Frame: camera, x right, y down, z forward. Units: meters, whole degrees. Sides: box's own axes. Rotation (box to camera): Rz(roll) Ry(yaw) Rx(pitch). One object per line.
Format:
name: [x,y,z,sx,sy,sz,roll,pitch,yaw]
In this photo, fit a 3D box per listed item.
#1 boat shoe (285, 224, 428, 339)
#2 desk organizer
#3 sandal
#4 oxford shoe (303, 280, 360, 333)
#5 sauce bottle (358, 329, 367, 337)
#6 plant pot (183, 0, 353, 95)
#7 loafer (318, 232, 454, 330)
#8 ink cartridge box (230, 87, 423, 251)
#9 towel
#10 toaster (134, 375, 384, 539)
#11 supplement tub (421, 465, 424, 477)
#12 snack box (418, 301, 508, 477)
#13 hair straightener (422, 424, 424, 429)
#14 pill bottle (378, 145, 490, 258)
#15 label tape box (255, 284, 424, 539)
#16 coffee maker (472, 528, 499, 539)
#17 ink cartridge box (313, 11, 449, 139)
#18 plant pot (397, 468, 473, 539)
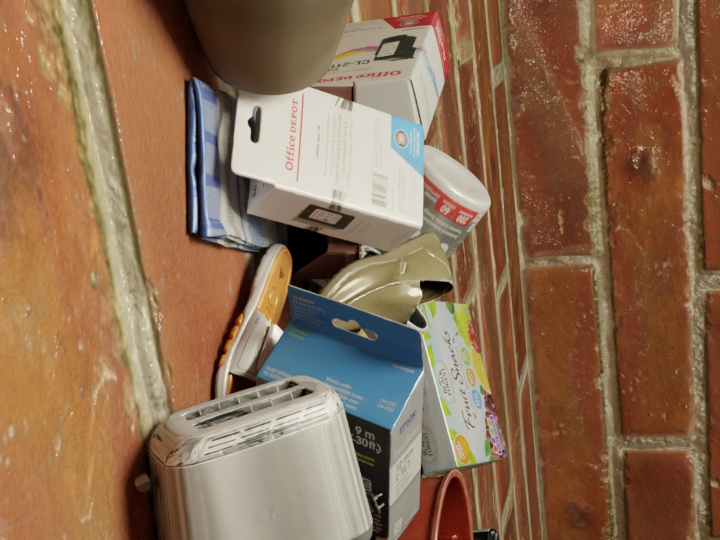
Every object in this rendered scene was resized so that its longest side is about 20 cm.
boat shoe: [0.000,0.000,1.129,0.200,0.067,0.074,47,40,-13]
desk organizer: [-0.040,-0.093,1.084,0.072,0.076,0.202,93,-5,-66]
sandal: [-0.083,0.064,0.981,0.079,0.058,0.209,67,33,-55]
oxford shoe: [-0.031,0.060,1.160,0.071,0.074,0.202,64,29,-55]
sauce bottle: [-0.004,0.084,1.278,0.200,0.065,0.067,-61,145,-65]
plant pot: [-0.080,-0.255,0.888,0.175,0.197,0.201,95,6,-46]
loafer: [0.025,0.023,1.044,0.199,0.068,0.076,-30,159,-34]
ink cartridge box: [-0.039,-0.103,0.985,0.067,0.198,0.117,-35,-134,54]
towel: [-0.114,-0.093,0.988,0.200,0.023,0.149,12,75,-73]
toaster: [-0.075,0.167,0.816,0.113,0.198,0.131,-167,-116,-67]
supplement tub: [0.024,0.214,1.246,0.201,0.121,0.124,-74,156,-48]
snack box: [0.105,0.141,1.252,0.142,0.053,0.202,6,65,-56]
hair straightener: [-0.016,0.159,1.129,0.198,0.041,0.078,-7,75,-39]
pill bottle: [0.057,-0.040,1.249,0.201,0.114,0.114,-53,177,22]
label tape box: [-0.020,0.129,0.908,0.066,0.142,0.202,-41,139,-46]
coffee maker: [0.066,0.390,1.231,0.193,0.197,0.136,-73,154,-48]
ink cartridge box: [0.020,-0.231,1.252,0.201,0.144,0.084,-70,152,-53]
plant pot: [0.002,0.300,1.029,0.201,0.193,0.204,-2,90,-73]
